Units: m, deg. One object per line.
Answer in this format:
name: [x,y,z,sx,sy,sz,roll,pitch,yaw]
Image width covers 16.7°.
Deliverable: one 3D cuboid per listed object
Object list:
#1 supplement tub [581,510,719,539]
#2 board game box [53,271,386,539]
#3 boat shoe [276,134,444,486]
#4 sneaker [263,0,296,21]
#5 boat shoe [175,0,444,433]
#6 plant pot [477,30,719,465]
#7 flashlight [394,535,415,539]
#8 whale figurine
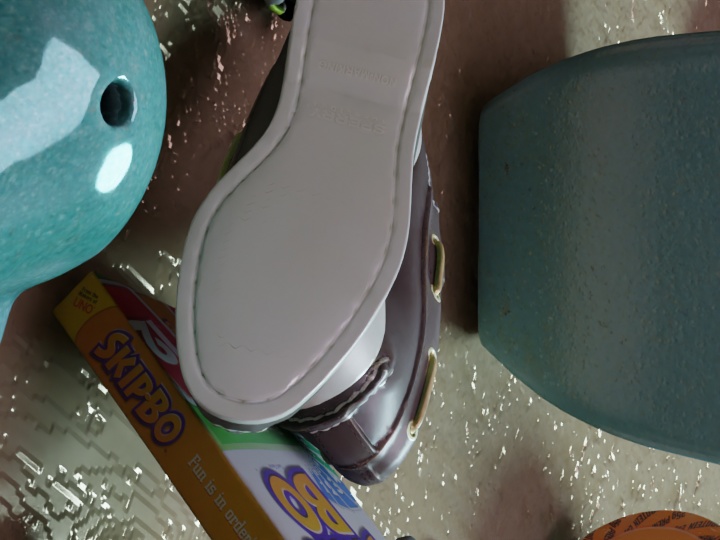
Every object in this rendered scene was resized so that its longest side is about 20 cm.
supplement tub: [0.165,0.226,1.239,0.123,0.122,0.201,-55,139,-41]
board game box: [-0.026,0.085,0.847,0.030,0.200,0.095,-43,148,12]
boat shoe: [0.000,0.000,0.936,0.060,0.071,0.201,57,21,-29]
sneaker: [-0.014,-0.124,0.938,0.200,0.071,0.084,-29,119,-55]
boat shoe: [-0.017,-0.025,0.862,0.060,0.072,0.203,107,0,-59]
plant pot: [0.164,-0.019,1.131,0.196,0.199,0.198,-12,103,-58]
flashlight: [0.000,0.206,1.009,0.068,0.067,0.201,54,50,-44]
whale figurine: [-0.130,-0.031,0.717,0.200,0.103,0.160,-51,135,-45]
